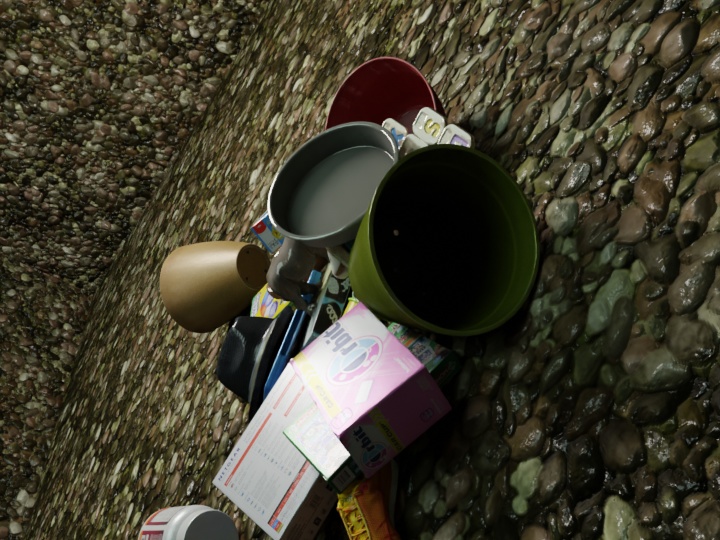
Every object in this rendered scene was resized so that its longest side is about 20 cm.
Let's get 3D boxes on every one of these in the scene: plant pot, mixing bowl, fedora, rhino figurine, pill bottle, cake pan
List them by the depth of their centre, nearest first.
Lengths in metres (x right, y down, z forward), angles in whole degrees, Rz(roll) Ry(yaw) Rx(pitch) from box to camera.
[{"bbox_3d":[0.072,-0.015,0.899,0.193,0.197,0.204,-32,38,69],"label":"plant pot"},{"bbox_3d":[-0.032,-0.113,1.043,0.197,0.037,0.203,-17,49,20],"label":"cake pan"},{"bbox_3d":[-0.072,-0.042,1.132,0.060,0.086,0.203,-97,30,-75],"label":"rhino figurine"},{"bbox_3d":[0.054,-0.194,1.134,0.197,0.107,0.205,-3,85,37],"label":"mixing bowl"},{"bbox_3d":[-0.271,0.427,1.226,0.199,0.108,0.112,-26,43,53],"label":"pill bottle"},{"bbox_3d":[-0.174,0.139,1.240,0.201,0.090,0.205,18,-91,-85],"label":"fedora"},{"bbox_3d":[-0.278,0.016,1.586,0.198,0.185,0.190,-18,49,42],"label":"plant pot"}]

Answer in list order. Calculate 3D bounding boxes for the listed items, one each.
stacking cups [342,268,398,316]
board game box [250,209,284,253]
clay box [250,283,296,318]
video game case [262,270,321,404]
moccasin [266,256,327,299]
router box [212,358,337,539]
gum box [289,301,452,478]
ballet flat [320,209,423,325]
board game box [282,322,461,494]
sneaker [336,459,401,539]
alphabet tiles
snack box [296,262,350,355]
[{"bbox_3d":[0.030,-0.003,1.094,0.060,0.060,0.203,13,78,65],"label":"stacking cups"},{"bbox_3d":[-0.071,-0.136,1.298,0.195,0.056,0.200,-36,11,21],"label":"board game box"},{"bbox_3d":[-0.148,0.064,1.404,0.200,0.047,0.116,-43,32,37],"label":"clay box"},{"bbox_3d":[-0.107,0.117,1.209,0.144,0.017,0.203,107,-177,-61],"label":"video game case"},{"bbox_3d":[-0.085,-0.037,1.286,0.201,0.078,0.074,-44,38,6],"label":"moccasin"},{"bbox_3d":[-0.082,0.233,1.013,0.178,0.049,0.202,18,71,52],"label":"router box"},{"bbox_3d":[0.002,0.122,0.866,0.113,0.067,0.200,-38,27,-6],"label":"gum box"},{"bbox_3d":[0.000,0.000,1.046,0.200,0.070,0.071,45,111,22],"label":"ballet flat"},{"bbox_3d":[0.011,0.152,0.916,0.200,0.029,0.134,-43,27,-12],"label":"board game box"},{"bbox_3d":[0.005,0.280,0.854,0.073,0.076,0.202,-48,30,26],"label":"sneaker"},{"bbox_3d":[0.071,-0.109,1.040,0.195,0.014,0.202,41,112,32],"label":"alphabet tiles"},{"bbox_3d":[-0.041,0.031,1.183,0.116,0.036,0.203,125,164,-63],"label":"snack box"}]
